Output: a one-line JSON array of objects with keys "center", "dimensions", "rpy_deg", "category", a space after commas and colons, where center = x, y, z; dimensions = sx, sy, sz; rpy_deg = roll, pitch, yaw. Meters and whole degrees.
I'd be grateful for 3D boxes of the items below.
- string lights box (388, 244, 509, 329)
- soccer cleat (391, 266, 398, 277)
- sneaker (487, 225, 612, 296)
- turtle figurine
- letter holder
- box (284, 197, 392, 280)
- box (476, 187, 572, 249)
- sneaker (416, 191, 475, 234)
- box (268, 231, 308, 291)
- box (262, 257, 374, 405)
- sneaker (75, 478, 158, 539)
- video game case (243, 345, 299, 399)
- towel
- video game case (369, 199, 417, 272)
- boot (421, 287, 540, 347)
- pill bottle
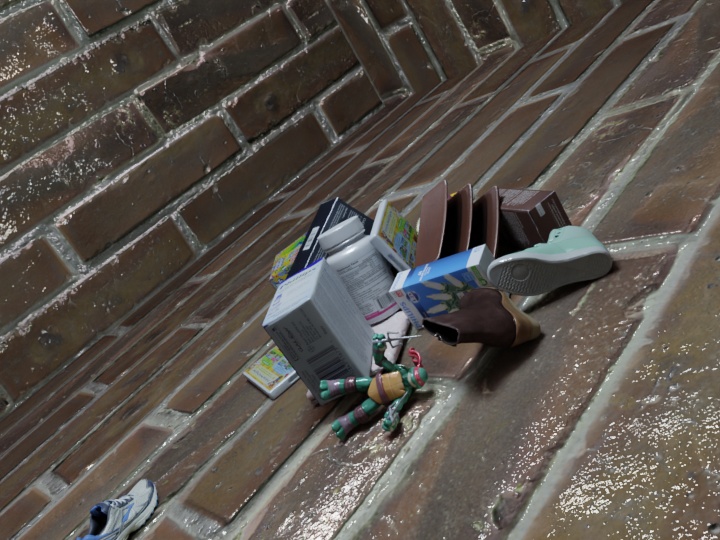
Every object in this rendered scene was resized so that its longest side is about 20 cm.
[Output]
[{"center": [0.163, 0.033, 1.305], "dimensions": [0.199, 0.103, 0.059], "rpy_deg": [-20, 28, 37], "category": "string lights box"}, {"center": [0.082, -0.006, 1.648], "dimensions": [0.083, 0.066, 0.200], "rpy_deg": [1, -5, -22], "category": "soccer cleat"}, {"center": [0.307, -0.020, 1.200], "dimensions": [0.198, 0.075, 0.119], "rpy_deg": [-8, 26, 6], "category": "sneaker"}, {"center": [0.036, 0.189, 1.142], "dimensions": [0.199, 0.100, 0.151], "rpy_deg": [-27, 59, 23], "category": "turtle figurine"}, {"center": [0.190, -0.080, 1.386], "dimensions": [0.142, 0.100, 0.202], "rpy_deg": [-38, 35, 48], "category": "letter holder"}, {"center": [-0.035, -0.022, 1.549], "dimensions": [0.202, 0.181, 0.104], "rpy_deg": [-65, 20, -14], "category": "box"}, {"center": [0.319, -0.101, 1.395], "dimensions": [0.075, 0.101, 0.200], "rpy_deg": [-36, 18, -10], "category": "box"}, {"center": [0.188, -0.116, 1.537], "dimensions": [0.090, 0.075, 0.201], "rpy_deg": [-26, 20, 36], "category": "sneaker"}, {"center": [-0.123, -0.016, 1.877], "dimensions": [0.192, 0.122, 0.200], "rpy_deg": [-36, 17, 10], "category": "box"}, {"center": [-0.069, 0.105, 1.287], "dimensions": [0.104, 0.185, 0.200], "rpy_deg": [-30, 16, 15], "category": "box"}, {"center": [-0.444, 0.447, 1.306], "dimensions": [0.076, 0.086, 0.200], "rpy_deg": [-24, 19, 26], "category": "sneaker"}, {"center": [-0.157, 0.196, 1.570], "dimensions": [0.181, 0.023, 0.199], "rpy_deg": [-39, 20, -17], "category": "video game case"}, {"center": [0.001, 0.164, 1.365], "dimensions": [0.190, 0.032, 0.200], "rpy_deg": [-25, 19, 26], "category": "towel"}, {"center": [0.097, -0.043, 1.471], "dimensions": [0.023, 0.182, 0.201], "rpy_deg": [-39, 14, 23], "category": "video game case"}, {"center": [0.168, 0.072, 1.137], "dimensions": [0.164, 0.073, 0.200], "rpy_deg": [0, 12, -26], "category": "boot"}, {"center": [0.000, 0.000, 1.443], "dimensions": [0.112, 0.202, 0.113], "rpy_deg": [-28, 8, 4], "category": "pill bottle"}]
